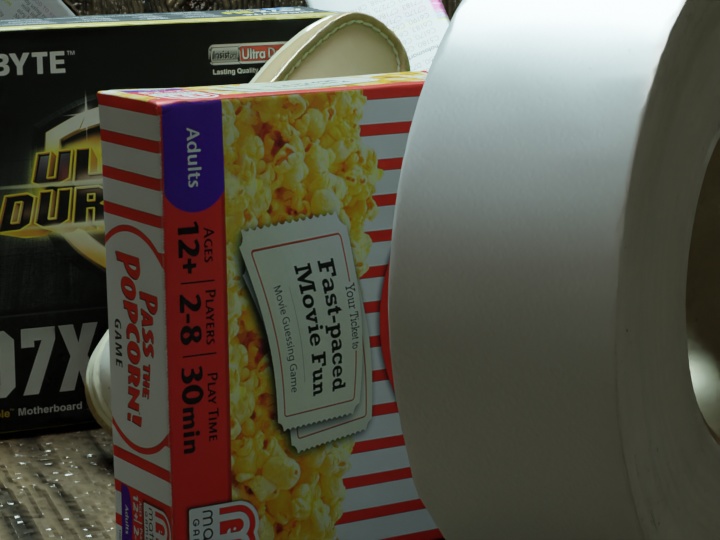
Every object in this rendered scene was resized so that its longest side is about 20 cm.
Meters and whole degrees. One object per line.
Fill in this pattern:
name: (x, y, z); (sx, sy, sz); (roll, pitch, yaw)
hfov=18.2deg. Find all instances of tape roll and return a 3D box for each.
tape roll: (0.086, -0.003, 0.667); (0.071, 0.204, 0.202); (5, 12, 31)

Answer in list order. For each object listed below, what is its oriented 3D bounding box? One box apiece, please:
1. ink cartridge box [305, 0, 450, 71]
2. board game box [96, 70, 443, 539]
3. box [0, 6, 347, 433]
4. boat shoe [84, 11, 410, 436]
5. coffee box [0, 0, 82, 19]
ink cartridge box: (0.029, -0.087, 1.187); (0.068, 0.201, 0.115); (-23, -26, 3)
board game box: (0.014, 0.011, 0.740); (0.199, 0.152, 0.046); (-8, 12, -31)
box: (-0.102, -0.022, 0.904); (0.199, 0.161, 0.049); (-5, 12, -25)
boat shoe: (-0.031, -0.021, 0.853); (0.074, 0.201, 0.069); (32, -22, -8)
coffee box: (-0.235, -0.070, 1.092); (0.200, 0.080, 0.113); (-52, 32, -16)
